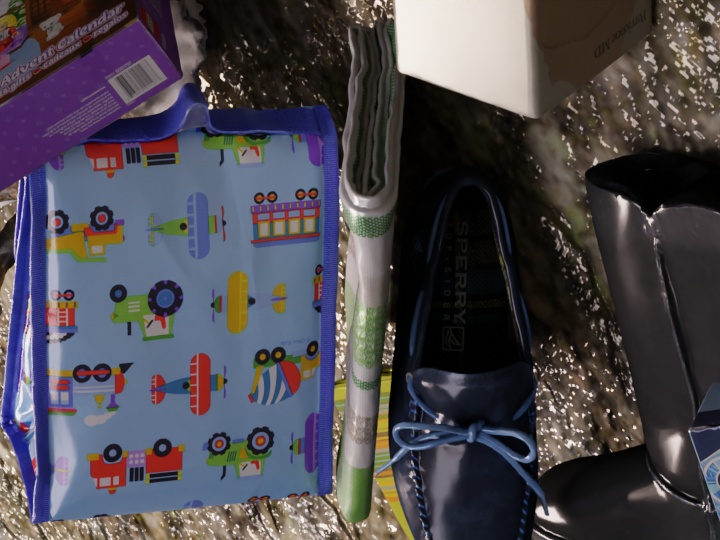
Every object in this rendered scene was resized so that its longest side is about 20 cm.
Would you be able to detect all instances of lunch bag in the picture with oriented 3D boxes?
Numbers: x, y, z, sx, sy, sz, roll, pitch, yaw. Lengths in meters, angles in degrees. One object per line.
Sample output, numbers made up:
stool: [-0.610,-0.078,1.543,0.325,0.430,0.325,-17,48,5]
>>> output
lunch bag: [-0.088,0.008,1.154,0.094,0.149,0.201,-122,33,-55]

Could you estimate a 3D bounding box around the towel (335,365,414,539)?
towel: [0.053,0.140,1.313,0.086,0.018,0.201,-12,110,56]

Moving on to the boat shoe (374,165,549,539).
boat shoe: [0.043,0.052,1.135,0.069,0.083,0.202,134,127,-83]

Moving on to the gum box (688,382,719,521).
gum box: [0.250,0.132,1.028,0.169,0.045,0.201,-11,112,29]

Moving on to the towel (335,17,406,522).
towel: [0.000,0.000,1.163,0.030,0.150,0.201,5,130,1]

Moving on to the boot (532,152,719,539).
boot: [0.129,0.043,1.110,0.164,0.066,0.201,5,125,36]

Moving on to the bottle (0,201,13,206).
bottle: [-0.237,-0.132,1.367,0.083,0.065,0.201,-1,118,53]

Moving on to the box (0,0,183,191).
box: [-0.177,-0.084,1.112,0.039,0.199,0.137,52,-167,-33]

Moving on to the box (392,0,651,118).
box: [0.064,-0.175,0.989,0.077,0.095,0.201,23,135,33]

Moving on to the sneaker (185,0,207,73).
sneaker: [-0.167,-0.161,1.238,0.201,0.099,0.070,52,144,0]

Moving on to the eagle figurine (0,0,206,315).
eagle figurine: [-0.134,-0.054,1.228,0.199,0.152,0.152,-33,85,11]
